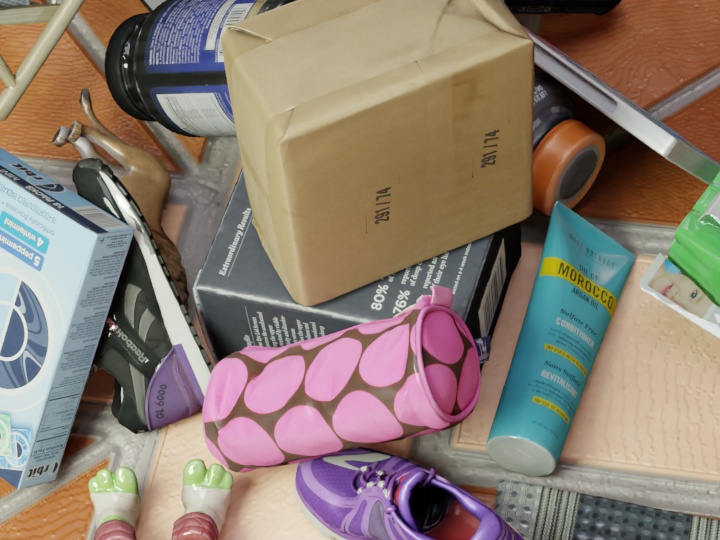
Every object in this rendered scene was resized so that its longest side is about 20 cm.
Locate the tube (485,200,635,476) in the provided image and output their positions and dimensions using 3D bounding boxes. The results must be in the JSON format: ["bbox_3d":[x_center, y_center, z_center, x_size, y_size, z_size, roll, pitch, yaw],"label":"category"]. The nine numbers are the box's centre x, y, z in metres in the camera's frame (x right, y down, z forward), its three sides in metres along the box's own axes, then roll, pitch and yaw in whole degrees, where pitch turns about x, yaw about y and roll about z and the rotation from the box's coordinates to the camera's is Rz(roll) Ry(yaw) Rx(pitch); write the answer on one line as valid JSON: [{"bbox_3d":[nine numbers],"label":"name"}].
[{"bbox_3d":[0.141,0.050,1.611,0.050,0.077,0.200,-22,39,49],"label":"tube"}]

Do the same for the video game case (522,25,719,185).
[{"bbox_3d":[0.180,-0.129,1.682,0.200,0.143,0.017,40,100,28],"label":"video game case"}]

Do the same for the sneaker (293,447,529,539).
[{"bbox_3d":[0.032,0.152,1.519,0.200,0.083,0.081,19,60,40],"label":"sneaker"}]

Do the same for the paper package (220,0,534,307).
[{"bbox_3d":[0.017,-0.095,1.509,0.191,0.200,0.103,-22,56,-10],"label":"paper package"}]

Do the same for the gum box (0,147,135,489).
[{"bbox_3d":[-0.258,0.025,1.595,0.170,0.200,0.045,30,21,28],"label":"gum box"}]

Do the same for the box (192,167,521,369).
[{"bbox_3d":[0.000,0.000,1.630,0.200,0.104,0.148,12,58,15],"label":"box"}]

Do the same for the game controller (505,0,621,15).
[{"bbox_3d":[0.108,-0.231,1.758,0.200,0.042,0.104,-5,31,-35],"label":"game controller"}]

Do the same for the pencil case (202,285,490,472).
[{"bbox_3d":[-0.015,0.076,1.528,0.200,0.091,0.094,-15,79,33],"label":"pencil case"}]

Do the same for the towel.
[{"bbox_3d":[0.161,0.241,1.494,0.192,0.035,0.200,10,55,10],"label":"towel"}]

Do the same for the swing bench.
[{"bbox_3d":[-0.287,-0.245,1.781,0.200,0.130,0.199,-44,37,-20],"label":"swing bench"}]

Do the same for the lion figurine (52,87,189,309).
[{"bbox_3d":[-0.175,-0.046,1.702,0.122,0.072,0.200,23,47,-18],"label":"lion figurine"}]

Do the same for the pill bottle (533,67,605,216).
[{"bbox_3d":[0.086,-0.118,1.700,0.200,0.106,0.106,35,66,26],"label":"pill bottle"}]

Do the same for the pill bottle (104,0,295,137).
[{"bbox_3d":[-0.099,-0.156,1.708,0.200,0.112,0.112,4,50,46],"label":"pill bottle"}]

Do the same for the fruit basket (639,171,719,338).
[{"bbox_3d":[0.326,-0.005,1.602,0.200,0.094,0.185,30,64,21],"label":"fruit basket"}]

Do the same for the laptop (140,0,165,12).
[{"bbox_3d":[-0.132,-0.335,1.870,0.200,0.116,0.187,-31,57,-14],"label":"laptop"}]

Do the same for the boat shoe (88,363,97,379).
[{"bbox_3d":[-0.274,0.021,1.674,0.066,0.072,0.200,-32,66,-20],"label":"boat shoe"}]

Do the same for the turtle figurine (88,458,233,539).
[{"bbox_3d":[-0.145,0.184,1.481,0.144,0.200,0.194,-34,27,21],"label":"turtle figurine"}]

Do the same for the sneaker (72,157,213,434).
[{"bbox_3d":[-0.172,0.023,1.595,0.088,0.200,0.076,-25,13,-6],"label":"sneaker"}]
